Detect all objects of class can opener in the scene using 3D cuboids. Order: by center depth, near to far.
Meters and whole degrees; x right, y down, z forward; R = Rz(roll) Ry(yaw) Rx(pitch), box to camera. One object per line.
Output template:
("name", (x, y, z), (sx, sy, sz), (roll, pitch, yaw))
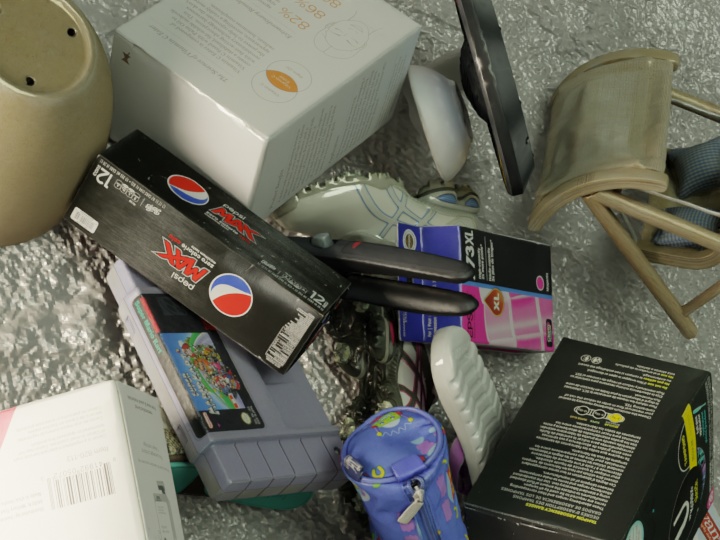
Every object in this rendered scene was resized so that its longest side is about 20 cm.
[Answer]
("can opener", (0.000, 0.000, 1.262), (0.079, 0.200, 0.063), (-48, 130, -39))

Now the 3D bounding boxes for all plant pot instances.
("plant pot", (-0.256, -0.134, 1.184), (0.200, 0.134, 0.201), (15, 61, -28))

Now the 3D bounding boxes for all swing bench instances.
("swing bench", (0.268, -0.083, 1.494), (0.200, 0.130, 0.199), (35, 40, -17))

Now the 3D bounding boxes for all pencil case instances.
("pencil case", (0.043, 0.196, 1.210), (0.078, 0.087, 0.200), (-20, 121, -8))

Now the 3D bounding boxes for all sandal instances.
("sandal", (0.083, 0.130, 1.322), (0.082, 0.050, 0.203), (-58, 137, -54))

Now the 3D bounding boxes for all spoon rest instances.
("spoon rest", (0.062, -0.138, 1.411), (0.200, 0.061, 0.099), (-71, 142, -68))

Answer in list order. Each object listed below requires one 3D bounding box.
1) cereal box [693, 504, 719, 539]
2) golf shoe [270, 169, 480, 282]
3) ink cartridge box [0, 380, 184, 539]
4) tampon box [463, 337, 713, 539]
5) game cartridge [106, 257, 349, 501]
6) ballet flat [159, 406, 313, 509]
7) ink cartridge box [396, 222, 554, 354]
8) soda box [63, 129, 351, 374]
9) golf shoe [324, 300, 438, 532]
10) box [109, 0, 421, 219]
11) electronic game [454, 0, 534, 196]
("cereal box", (0.257, 0.295, 1.396), (0.200, 0.040, 0.144), (-21, 81, -39))
("golf shoe", (0.019, -0.026, 1.363), (0.200, 0.078, 0.097), (3, 73, -32))
("ink cartridge box", (-0.191, 0.188, 1.068), (0.083, 0.146, 0.200), (43, 33, -71))
("tampon box", (0.183, 0.180, 1.300), (0.200, 0.126, 0.150), (-52, 144, -40))
("game cartridge", (-0.095, 0.073, 1.213), (0.130, 0.038, 0.200), (5, 47, -49))
("ballet flat", (-0.120, 0.133, 1.203), (0.200, 0.068, 0.075), (7, 51, -37))
("ink cartridge box", (0.097, 0.016, 1.365), (0.200, 0.037, 0.095), (8, 78, -53))
("soda box", (-0.110, -0.015, 1.215), (0.200, 0.063, 0.071), (36, 27, 3))
("golf shoe", (0.030, 0.108, 1.308), (0.088, 0.077, 0.200), (15, 64, -41))
("box", (-0.077, -0.150, 1.299), (0.152, 0.106, 0.200), (37, 49, 16))
("electronic game", (0.104, -0.159, 1.380), (0.042, 0.200, 0.200), (-16, 74, 5))
